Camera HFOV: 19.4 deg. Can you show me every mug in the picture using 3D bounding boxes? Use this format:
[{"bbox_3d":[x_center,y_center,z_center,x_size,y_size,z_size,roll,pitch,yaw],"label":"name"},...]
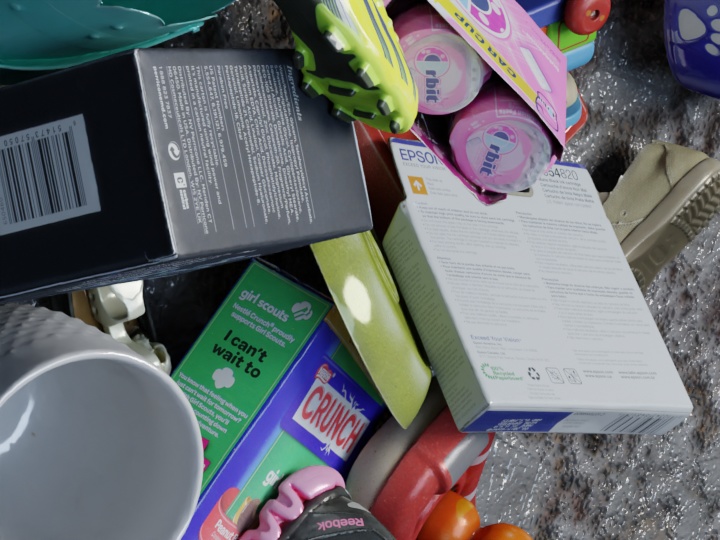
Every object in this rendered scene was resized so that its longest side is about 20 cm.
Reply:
[{"bbox_3d":[-0.211,0.105,1.166,0.199,0.175,0.149,-32,119,-22],"label":"mug"}]

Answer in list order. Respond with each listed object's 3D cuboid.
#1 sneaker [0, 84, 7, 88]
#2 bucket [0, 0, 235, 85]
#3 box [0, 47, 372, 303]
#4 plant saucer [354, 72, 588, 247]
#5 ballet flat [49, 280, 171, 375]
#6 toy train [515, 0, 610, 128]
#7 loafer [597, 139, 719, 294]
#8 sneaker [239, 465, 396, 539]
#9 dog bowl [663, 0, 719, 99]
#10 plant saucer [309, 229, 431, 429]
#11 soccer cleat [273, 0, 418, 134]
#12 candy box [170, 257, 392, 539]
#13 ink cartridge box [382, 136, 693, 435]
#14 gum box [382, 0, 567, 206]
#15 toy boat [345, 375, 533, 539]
[{"bbox_3d":[-0.258,-0.075,1.149,0.111,0.073,0.202,-3,104,-38],"label":"sneaker"},{"bbox_3d":[-0.165,-0.201,1.094,0.206,0.134,0.209,27,54,-43],"label":"bucket"},{"bbox_3d":[-0.111,-0.052,1.133,0.199,0.147,0.108,-11,89,-59],"label":"box"},{"bbox_3d":[0.065,-0.114,1.418,0.200,0.037,0.201,-45,126,-20],"label":"plant saucer"},{"bbox_3d":[-0.152,0.035,1.264,0.068,0.068,0.202,-25,117,-28],"label":"ballet flat"},{"bbox_3d":[0.067,-0.124,1.353,0.199,0.085,0.117,-25,133,-26],"label":"toy train"},{"bbox_3d":[0.179,-0.015,1.515,0.200,0.068,0.076,-43,146,-2],"label":"loafer"},{"bbox_3d":[-0.052,0.214,1.248,0.200,0.095,0.079,-50,155,-14],"label":"sneaker"},{"bbox_3d":[0.291,-0.217,1.496,0.200,0.078,0.202,-39,138,-48],"label":"dog bowl"},{"bbox_3d":[0.000,0.000,1.298,0.031,0.201,0.201,-23,121,4],"label":"plant saucer"},{"bbox_3d":[-0.014,-0.152,1.104,0.200,0.064,0.084,53,57,-40],"label":"soccer cleat"},{"bbox_3d":[-0.071,0.117,1.309,0.201,0.077,0.169,-57,153,-12],"label":"candy box"},{"bbox_3d":[0.109,0.013,1.383,0.198,0.041,0.201,5,54,-41],"label":"ink cartridge box"},{"bbox_3d":[0.040,-0.140,1.211,0.066,0.114,0.200,-36,112,24],"label":"gum box"},{"bbox_3d":[0.061,0.173,1.395,0.131,0.130,0.201,-45,161,-33],"label":"toy boat"}]
